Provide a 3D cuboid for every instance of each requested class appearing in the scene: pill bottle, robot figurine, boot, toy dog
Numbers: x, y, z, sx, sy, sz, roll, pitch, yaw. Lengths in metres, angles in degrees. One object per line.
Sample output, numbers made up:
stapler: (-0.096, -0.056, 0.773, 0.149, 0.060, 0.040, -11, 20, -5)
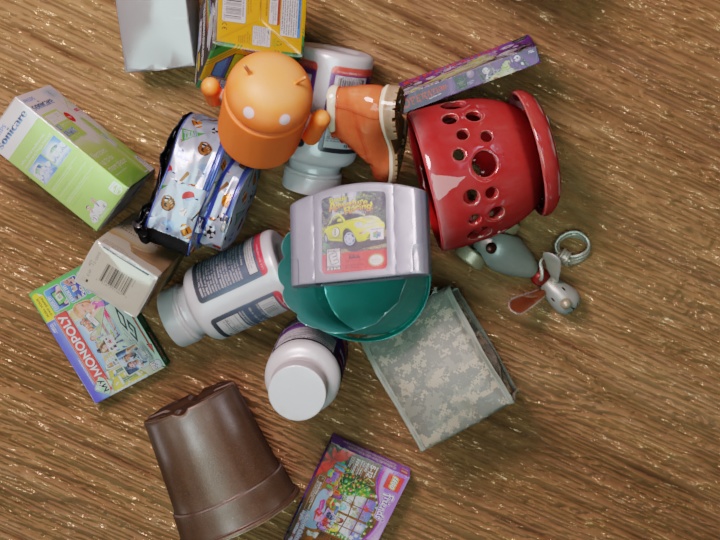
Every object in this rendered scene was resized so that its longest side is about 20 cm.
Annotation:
pill bottle: (-0.053, -0.211, 1.657, 0.111, 0.111, 0.201, 12, 106, 2)
pill bottle: (-0.193, 0.032, 1.738, 0.199, 0.120, 0.120, -24, 102, 12)
pill bottle: (-0.079, 0.143, 1.716, 0.111, 0.200, 0.112, 1, 106, 5)
robot figurine: (-0.127, -0.208, 1.529, 0.116, 0.200, 0.144, -36, 80, -23)
boot: (0.008, -0.185, 1.589, 0.106, 0.200, 0.075, 6, 61, 11)
toy dog: (0.236, -0.006, 1.703, 0.199, 0.096, 0.133, 17, 106, 0)

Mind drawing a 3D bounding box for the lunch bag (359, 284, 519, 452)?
lunch bag: (0.114, 0.138, 1.739, 0.163, 0.118, 0.201, -30, 89, 13)

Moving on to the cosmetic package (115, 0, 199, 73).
cosmetic package: (-0.286, -0.384, 1.654, 0.106, 0.090, 0.201, -2, 108, 5)

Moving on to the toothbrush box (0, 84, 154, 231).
toothbrush box: (-0.413, -0.164, 1.691, 0.200, 0.146, 0.086, 38, 105, -5)

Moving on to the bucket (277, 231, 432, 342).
bucket: (0.000, 0.000, 1.671, 0.206, 0.135, 0.209, -3, 81, 23)

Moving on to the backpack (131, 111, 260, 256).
backpack: (-0.226, -0.123, 1.671, 0.153, 0.200, 0.192, 13, 99, -4)

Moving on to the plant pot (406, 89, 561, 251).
plant pot: (0.171, -0.143, 1.624, 0.181, 0.200, 0.202, -14, 104, -3)

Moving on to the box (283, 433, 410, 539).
box: (-0.023, 0.374, 1.857, 0.136, 0.039, 0.201, 24, 106, -3)

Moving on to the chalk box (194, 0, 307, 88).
chalk box: (-0.155, -0.317, 1.609, 0.123, 0.200, 0.126, 6, 76, -15)

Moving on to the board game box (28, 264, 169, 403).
board game box: (-0.402, 0.090, 1.819, 0.134, 0.029, 0.201, -27, 101, 10)

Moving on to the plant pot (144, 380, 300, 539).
plant pot: (-0.222, 0.286, 1.781, 0.199, 0.200, 0.199, -23, 95, 10)

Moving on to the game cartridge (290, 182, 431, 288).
game cartridge: (-0.003, -0.050, 1.589, 0.199, 0.041, 0.134, -6, 75, 21)

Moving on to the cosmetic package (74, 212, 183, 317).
cosmetic package: (-0.325, -0.012, 1.696, 0.105, 0.200, 0.071, 31, 104, -5)

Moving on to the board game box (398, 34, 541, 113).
board game box: (0.147, -0.273, 1.628, 0.199, 0.120, 0.032, -20, 102, 9)
